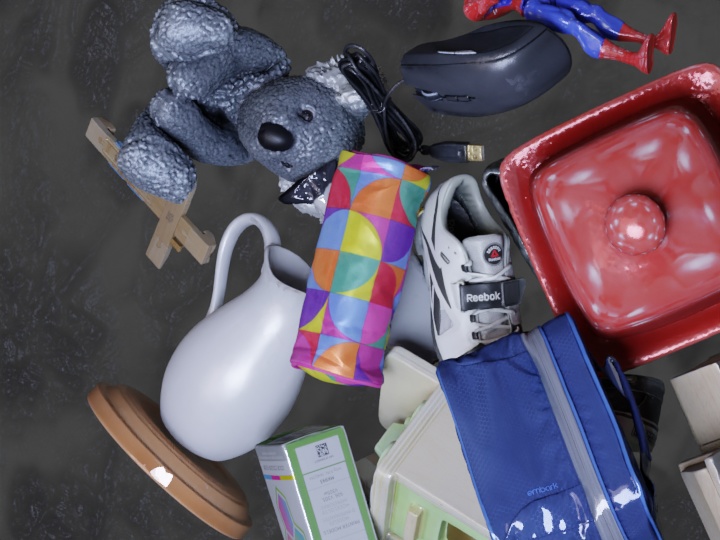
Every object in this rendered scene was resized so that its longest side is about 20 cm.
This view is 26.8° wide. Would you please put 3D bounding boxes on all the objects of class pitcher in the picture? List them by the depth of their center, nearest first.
[{"bbox_3d":[-0.112,0.061,1.419,0.200,0.121,0.172,-53,51,18],"label":"pitcher"}]

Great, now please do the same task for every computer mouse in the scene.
[{"bbox_3d":[0.085,-0.133,1.242,0.199,0.046,0.141,-4,138,28],"label":"computer mouse"}]

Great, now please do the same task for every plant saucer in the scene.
[{"bbox_3d":[-0.176,0.175,1.438,0.200,0.200,0.032,42,89,20],"label":"plant saucer"}]

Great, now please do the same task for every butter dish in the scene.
[{"bbox_3d":[0.213,-0.036,1.134,0.199,0.148,0.200,-24,85,16],"label":"butter dish"}]

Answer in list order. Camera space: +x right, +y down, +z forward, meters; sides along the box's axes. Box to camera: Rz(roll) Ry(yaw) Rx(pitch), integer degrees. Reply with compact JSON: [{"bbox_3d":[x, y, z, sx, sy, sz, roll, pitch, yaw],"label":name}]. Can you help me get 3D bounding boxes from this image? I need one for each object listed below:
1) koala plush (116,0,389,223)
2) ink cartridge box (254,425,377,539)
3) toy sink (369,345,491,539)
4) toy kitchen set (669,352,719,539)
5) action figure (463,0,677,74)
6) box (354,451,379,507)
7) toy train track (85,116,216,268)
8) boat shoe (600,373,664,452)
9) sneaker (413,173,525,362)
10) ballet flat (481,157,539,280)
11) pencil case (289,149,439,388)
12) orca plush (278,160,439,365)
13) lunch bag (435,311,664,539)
[{"bbox_3d":[-0.083,-0.140,1.342,0.199,0.184,0.178,19,106,7],"label":"koala plush"},{"bbox_3d":[-0.025,0.235,1.294,0.104,0.059,0.201,160,93,-73],"label":"ink cartridge box"},{"bbox_3d":[0.075,0.179,1.265,0.199,0.112,0.131,31,149,17],"label":"toy sink"},{"bbox_3d":[0.244,0.191,1.168,0.180,0.163,0.201,-26,84,35],"label":"toy kitchen set"},{"bbox_3d":[0.151,-0.231,1.198,0.199,0.065,0.099,20,129,29],"label":"action figure"},{"bbox_3d":[0.060,0.260,1.356,0.200,0.078,0.095,40,118,21],"label":"box"},{"bbox_3d":[-0.201,-0.082,1.491,0.200,0.032,0.115,46,128,24],"label":"toy train track"},{"bbox_3d":[0.166,0.109,1.269,0.199,0.071,0.064,4,69,41],"label":"boat shoe"},{"bbox_3d":[0.095,0.014,1.242,0.089,0.074,0.201,117,138,-61],"label":"sneaker"},{"bbox_3d":[0.163,-0.006,1.245,0.066,0.057,0.200,-44,76,31],"label":"ballet flat"},{"bbox_3d":[0.004,-0.003,1.260,0.088,0.088,0.201,14,85,31],"label":"pencil case"},{"bbox_3d":[0.000,0.000,1.340,0.200,0.105,0.071,42,166,-16],"label":"orca plush"},{"bbox_3d":[0.147,0.132,1.123,0.132,0.136,0.201,-21,56,5],"label":"lunch bag"}]
